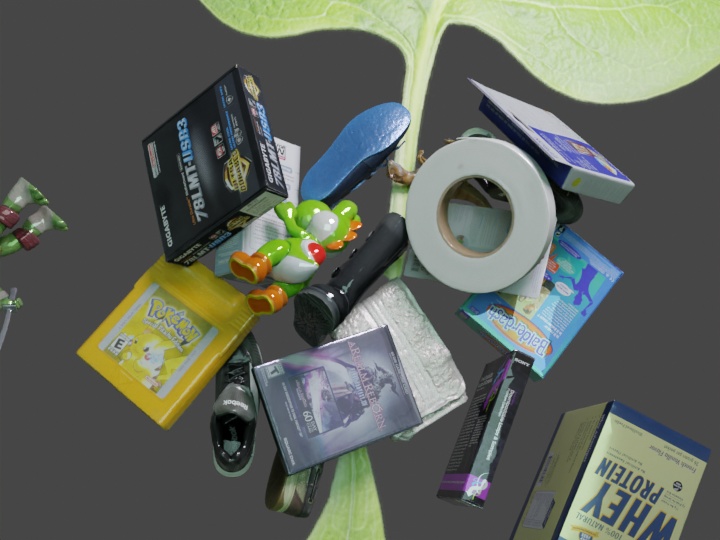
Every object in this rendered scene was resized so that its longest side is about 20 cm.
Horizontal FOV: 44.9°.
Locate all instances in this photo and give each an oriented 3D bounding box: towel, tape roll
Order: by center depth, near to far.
[{"bbox_3d":[0.155,-0.073,1.144,0.201,0.037,0.205,4,99,26],"label":"tape roll"},{"bbox_3d":[0.051,0.124,1.210,0.132,0.035,0.201,-31,81,-12],"label":"towel"}]

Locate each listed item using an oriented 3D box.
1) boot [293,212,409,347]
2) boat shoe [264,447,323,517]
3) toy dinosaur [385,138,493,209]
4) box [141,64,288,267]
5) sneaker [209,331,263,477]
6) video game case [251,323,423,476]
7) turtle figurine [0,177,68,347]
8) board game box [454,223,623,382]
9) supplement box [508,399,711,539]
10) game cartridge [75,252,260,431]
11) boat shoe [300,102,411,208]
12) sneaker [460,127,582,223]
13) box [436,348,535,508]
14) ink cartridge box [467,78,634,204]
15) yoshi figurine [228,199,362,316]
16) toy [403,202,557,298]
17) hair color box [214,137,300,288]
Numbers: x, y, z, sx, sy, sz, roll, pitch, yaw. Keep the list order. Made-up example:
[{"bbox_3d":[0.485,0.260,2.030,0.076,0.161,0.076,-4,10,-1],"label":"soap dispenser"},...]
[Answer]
[{"bbox_3d":[0.000,0.000,1.155,0.066,0.165,0.200,45,69,3],"label":"boot"},{"bbox_3d":[-0.069,0.228,1.161,0.065,0.073,0.202,31,65,-25],"label":"boat shoe"},{"bbox_3d":[0.136,-0.128,1.276,0.198,0.060,0.107,21,88,3],"label":"toy dinosaur"},{"bbox_3d":[-0.200,-0.138,1.168,0.198,0.050,0.202,-29,63,27],"label":"box"},{"bbox_3d":[-0.162,0.168,1.149,0.066,0.091,0.202,4,76,-5],"label":"sneaker"},{"bbox_3d":[-0.028,0.165,1.142,0.198,0.019,0.144,-16,79,-23],"label":"video game case"},{"bbox_3d":[-0.470,-0.011,1.141,0.194,0.199,0.144,-47,119,-18],"label":"turtle figurine"},{"bbox_3d":[0.254,0.033,1.244,0.152,0.045,0.200,41,75,6],"label":"board game box"},{"bbox_3d":[0.308,0.291,1.107,0.133,0.200,0.201,27,76,1],"label":"supplement box"},{"bbox_3d":[-0.255,0.083,1.164,0.176,0.032,0.201,33,76,23],"label":"game cartridge"},{"bbox_3d":[-0.010,-0.165,1.260,0.199,0.069,0.084,-38,70,-8],"label":"boat shoe"},{"bbox_3d":[0.215,-0.117,1.196,0.199,0.091,0.067,34,117,-1],"label":"sneaker"},{"bbox_3d":[0.163,0.209,1.143,0.036,0.143,0.202,22,76,-1],"label":"box"},{"bbox_3d":[0.252,-0.174,1.196,0.199,0.047,0.198,6,36,-41],"label":"ink cartridge box"},{"bbox_3d":[-0.087,-0.031,1.158,0.112,0.113,0.200,44,56,10],"label":"yoshi figurine"},{"bbox_3d":[0.167,-0.028,1.214,0.198,0.047,0.116,11,78,24],"label":"toy"},{"bbox_3d":[-0.141,-0.085,1.205,0.099,0.060,0.202,16,70,-46],"label":"hair color box"}]
